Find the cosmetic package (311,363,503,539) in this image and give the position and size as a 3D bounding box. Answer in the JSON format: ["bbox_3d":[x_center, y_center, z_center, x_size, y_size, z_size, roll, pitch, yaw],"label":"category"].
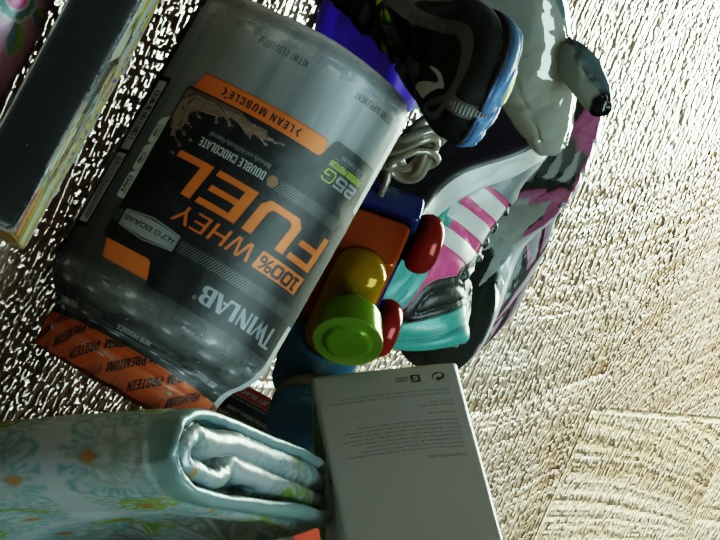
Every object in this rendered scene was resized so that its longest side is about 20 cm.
[{"bbox_3d":[0.029,0.153,1.509,0.200,0.084,0.108,-102,-171,-51],"label":"cosmetic package"}]

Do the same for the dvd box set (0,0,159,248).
[{"bbox_3d":[-0.130,-0.081,1.304,0.147,0.029,0.200,-62,-176,-5],"label":"dvd box set"}]

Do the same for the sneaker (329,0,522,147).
[{"bbox_3d":[0.019,-0.131,1.478,0.082,0.200,0.071,12,123,-34],"label":"sneaker"}]

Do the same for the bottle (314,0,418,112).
[{"bbox_3d":[0.052,-0.146,1.648,0.200,0.065,0.084,-28,131,-51],"label":"bottle"}]

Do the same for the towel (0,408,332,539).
[{"bbox_3d":[-0.123,0.108,1.448,0.200,0.171,0.048,31,55,-64],"label":"towel"}]

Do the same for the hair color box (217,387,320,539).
[{"bbox_3d":[-0.062,0.168,1.690,0.061,0.101,0.201,-38,145,-39],"label":"hair color box"}]

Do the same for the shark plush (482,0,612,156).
[{"bbox_3d":[0.076,-0.157,1.597,0.201,0.091,0.083,69,19,-7],"label":"shark plush"}]

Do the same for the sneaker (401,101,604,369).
[{"bbox_3d":[0.086,-0.031,1.833,0.200,0.080,0.086,-58,167,7],"label":"sneaker"}]

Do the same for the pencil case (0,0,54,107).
[{"bbox_3d":[-0.163,-0.132,1.245,0.200,0.087,0.087,-62,154,-2],"label":"pencil case"}]

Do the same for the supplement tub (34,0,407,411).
[{"bbox_3d":[-0.073,-0.027,1.463,0.200,0.122,0.122,-61,154,-5],"label":"supplement tub"}]

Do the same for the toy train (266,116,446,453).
[{"bbox_3d":[0.000,0.000,1.576,0.116,0.084,0.200,-80,-168,-47],"label":"toy train"}]

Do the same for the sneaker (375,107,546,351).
[{"bbox_3d":[0.052,-0.018,1.744,0.200,0.084,0.121,-35,138,-32],"label":"sneaker"}]
